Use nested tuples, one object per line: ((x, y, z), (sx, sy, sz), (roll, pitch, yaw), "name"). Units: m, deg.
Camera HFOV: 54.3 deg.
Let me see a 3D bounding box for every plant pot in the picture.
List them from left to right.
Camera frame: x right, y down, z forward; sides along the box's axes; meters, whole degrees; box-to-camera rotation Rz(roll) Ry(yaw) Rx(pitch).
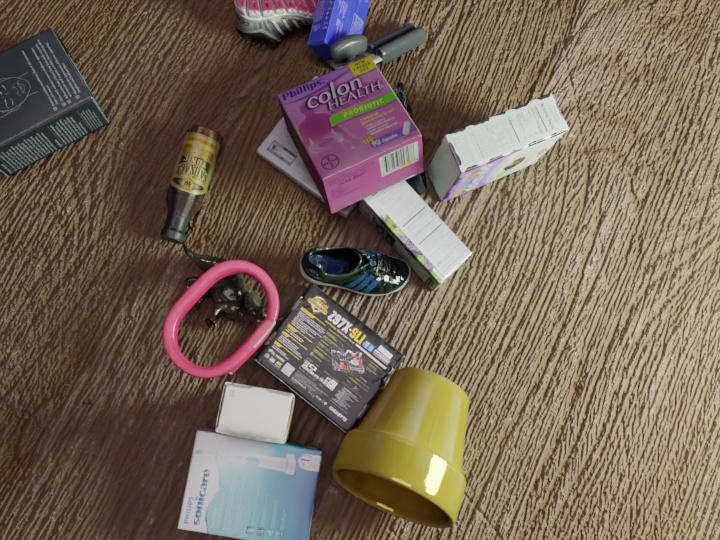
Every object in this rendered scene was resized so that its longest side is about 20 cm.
((0.080, 0.263, 1.080), (0.199, 0.201, 0.190), (25, 62, 2), "plant pot")

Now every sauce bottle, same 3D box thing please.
((-0.291, -0.146, 1.197), (0.065, 0.066, 0.202), (13, 78, -1), "sauce bottle")

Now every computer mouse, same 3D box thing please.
((0.082, -0.231, 1.238), (0.034, 0.059, 0.202), (-12, 86, 16), "computer mouse")

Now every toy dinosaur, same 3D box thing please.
((-0.228, 0.033, 1.169), (0.102, 0.077, 0.201), (-32, 77, -22), "toy dinosaur")

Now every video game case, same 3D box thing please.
((-0.053, -0.222, 1.252), (0.199, 0.023, 0.183), (35, 78, 5), "video game case")

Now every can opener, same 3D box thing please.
((0.036, -0.399, 1.249), (0.199, 0.067, 0.053), (-31, 49, -29), "can opener")

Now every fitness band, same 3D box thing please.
((-0.217, 0.076, 1.107), (0.143, 0.037, 0.200), (41, 79, 8), "fitness band")

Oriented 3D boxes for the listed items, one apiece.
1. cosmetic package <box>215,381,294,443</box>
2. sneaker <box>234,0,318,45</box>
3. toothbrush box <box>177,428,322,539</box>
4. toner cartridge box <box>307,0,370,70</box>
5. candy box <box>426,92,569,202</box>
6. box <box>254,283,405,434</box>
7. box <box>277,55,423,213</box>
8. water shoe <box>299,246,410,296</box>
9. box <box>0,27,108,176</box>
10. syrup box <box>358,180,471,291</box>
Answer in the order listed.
((-0.153, 0.216, 1.059), (0.104, 0.200, 0.072), (10, 77, -1), "cosmetic package")
((-0.141, -0.458, 1.273), (0.198, 0.088, 0.074), (-14, 68, -30), "sneaker")
((-0.167, 0.336, 1.092), (0.198, 0.085, 0.148), (9, 78, -3), "toothbrush box")
((-0.031, -0.473, 1.267), (0.043, 0.095, 0.202), (4, 74, 34), "toner cartridge box")
((0.227, -0.204, 1.192), (0.198, 0.168, 0.072), (-23, 82, -9), "candy box")
((-0.052, 0.146, 1.160), (0.199, 0.049, 0.160), (37, 75, 4), "box")
((-0.016, -0.227, 1.163), (0.174, 0.097, 0.201), (-24, 61, -6), "box")
((0.000, 0.000, 1.162), (0.198, 0.079, 0.072), (3, 77, -20), "water shoe")
((-0.559, -0.281, 1.184), (0.199, 0.107, 0.149), (-31, 82, -10), "box")
((0.090, -0.069, 1.199), (0.081, 0.079, 0.200), (-42, 84, -11), "syrup box")
